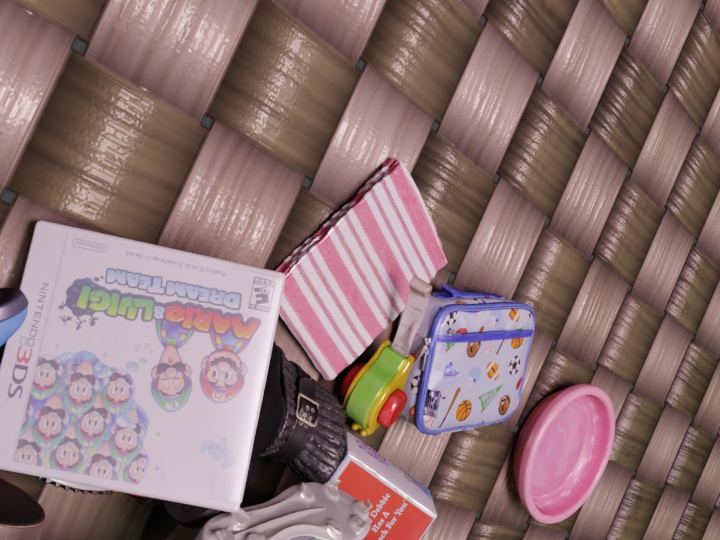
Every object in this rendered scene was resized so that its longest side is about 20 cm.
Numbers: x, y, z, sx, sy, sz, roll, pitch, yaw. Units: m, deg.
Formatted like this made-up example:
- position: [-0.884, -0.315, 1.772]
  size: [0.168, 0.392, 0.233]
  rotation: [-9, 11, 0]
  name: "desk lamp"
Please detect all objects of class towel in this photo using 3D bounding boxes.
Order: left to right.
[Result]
- position: [0.000, 0.000, 0.838]
  size: [0.200, 0.030, 0.148]
  rotation: [-44, 128, -18]
  name: "towel"

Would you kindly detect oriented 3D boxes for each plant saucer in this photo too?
- position: [0.282, 0.253, 1.144]
  size: [0.197, 0.050, 0.205]
  rotation: [-14, 112, -36]
  name: "plant saucer"

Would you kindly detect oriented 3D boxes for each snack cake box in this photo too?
- position: [-0.026, 0.284, 0.823]
  size: [0.114, 0.067, 0.202]
  rotation: [35, 95, -7]
  name: "snack cake box"

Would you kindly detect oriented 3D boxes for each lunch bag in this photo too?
- position: [0.118, 0.099, 0.934]
  size: [0.197, 0.075, 0.164]
  rotation: [1, 105, -44]
  name: "lunch bag"

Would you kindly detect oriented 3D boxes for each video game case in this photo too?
- position: [-0.170, 0.072, 0.618]
  size: [0.195, 0.024, 0.186]
  rotation: [12, 80, -6]
  name: "video game case"

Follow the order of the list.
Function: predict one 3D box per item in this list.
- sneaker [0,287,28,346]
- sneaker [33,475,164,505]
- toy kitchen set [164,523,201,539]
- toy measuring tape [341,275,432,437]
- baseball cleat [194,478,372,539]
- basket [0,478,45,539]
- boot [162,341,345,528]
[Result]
- position: [-0.316, 0.086, 0.566]
  size: [0.198, 0.066, 0.080]
  rotation: [-34, 116, -21]
  name: "sneaker"
- position: [-0.203, 0.143, 0.694]
  size: [0.198, 0.069, 0.095]
  rotation: [27, 72, -42]
  name: "sneaker"
- position: [-0.143, 0.313, 0.756]
  size: [0.163, 0.180, 0.200]
  rotation: [46, 59, -5]
  name: "toy kitchen set"
- position: [0.023, 0.101, 0.837]
  size: [0.072, 0.074, 0.203]
  rotation: [-11, 133, -37]
  name: "toy measuring tape"
- position: [-0.076, 0.234, 0.679]
  size: [0.198, 0.070, 0.107]
  rotation: [11, 122, -50]
  name: "baseball cleat"
- position: [-0.324, 0.253, 0.581]
  size: [0.179, 0.134, 0.204]
  rotation: [31, 80, -49]
  name: "basket"
- position: [-0.085, 0.160, 0.734]
  size: [0.159, 0.078, 0.214]
  rotation: [56, 35, -36]
  name: "boot"
